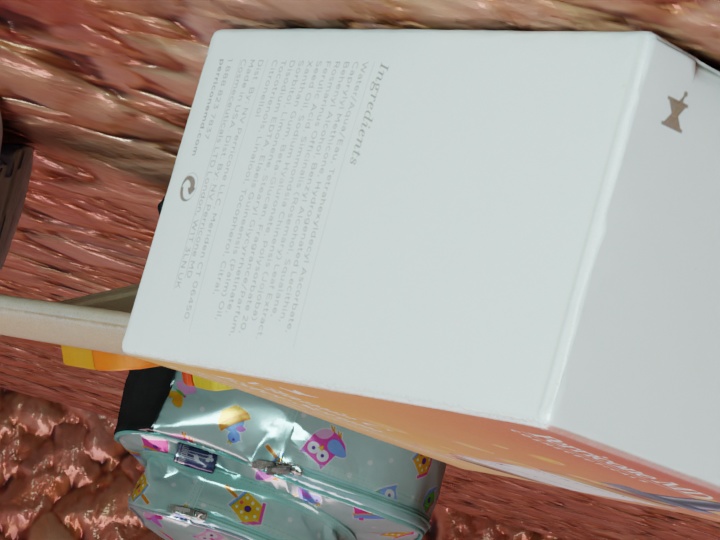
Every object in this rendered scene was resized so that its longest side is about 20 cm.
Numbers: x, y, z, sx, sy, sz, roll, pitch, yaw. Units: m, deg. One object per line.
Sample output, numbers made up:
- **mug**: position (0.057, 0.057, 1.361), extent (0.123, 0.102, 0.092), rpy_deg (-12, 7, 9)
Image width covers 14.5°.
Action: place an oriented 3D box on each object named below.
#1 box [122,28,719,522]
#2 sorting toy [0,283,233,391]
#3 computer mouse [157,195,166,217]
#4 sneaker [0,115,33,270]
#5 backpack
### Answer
- **box**: position (0.054, 0.004, 0.825), extent (0.152, 0.107, 0.200), rpy_deg (22, 171, -36)
- **sorting toy**: position (-0.041, 0.021, 1.198), extent (0.199, 0.037, 0.185), rpy_deg (-7, -172, -35)
- **computer mouse**: position (0.000, 0.000, 1.022), extent (0.140, 0.046, 0.200), rpy_deg (16, -160, -17)
- **sneaker**: position (-0.209, -0.040, 1.183), extent (0.115, 0.081, 0.199), rpy_deg (14, 174, 1)
- **backpack**: position (-0.045, 0.112, 1.716), extent (0.199, 0.154, 0.176), rpy_deg (9, 167, 2)
